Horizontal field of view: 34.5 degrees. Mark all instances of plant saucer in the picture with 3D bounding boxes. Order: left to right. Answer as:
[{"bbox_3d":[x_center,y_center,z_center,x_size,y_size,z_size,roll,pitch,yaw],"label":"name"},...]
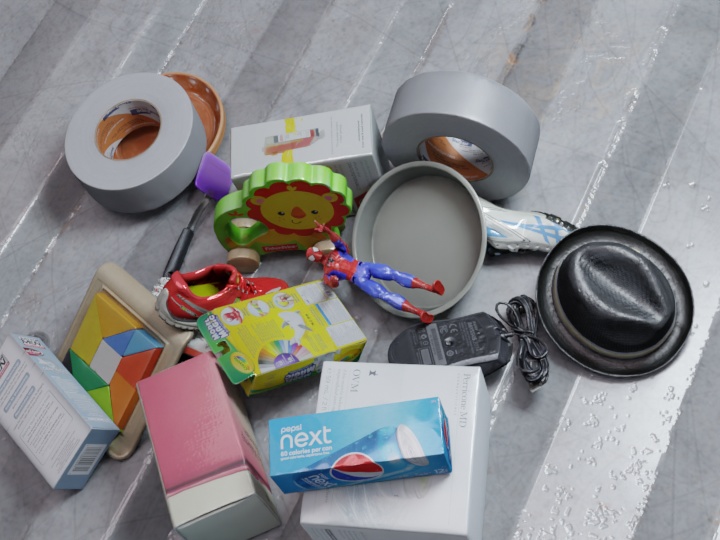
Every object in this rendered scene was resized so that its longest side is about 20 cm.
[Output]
[{"bbox_3d":[-0.295,-0.207,1.741,0.196,0.032,0.204,-6,60,11],"label":"plant saucer"}]

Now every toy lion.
[{"bbox_3d":[-0.104,-0.076,1.528,0.196,0.192,0.070,-5,60,11],"label":"toy lion"}]

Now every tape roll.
[{"bbox_3d":[-0.325,-0.186,1.681,0.196,0.066,0.204,-6,60,11],"label":"tape roll"},{"bbox_3d":[0.131,-0.172,1.509,0.197,0.201,0.067,10,65,19],"label":"tape roll"}]

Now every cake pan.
[{"bbox_3d":[0.081,-0.039,1.508,0.197,0.037,0.205,-3,84,31],"label":"cake pan"}]

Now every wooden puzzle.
[{"bbox_3d":[-0.329,0.117,1.531,0.184,0.037,0.202,36,100,28],"label":"wooden puzzle"}]

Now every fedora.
[{"bbox_3d":[0.310,0.029,1.401,0.196,0.092,0.205,-2,77,7],"label":"fedora"}]

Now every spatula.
[{"bbox_3d":[-0.235,-0.072,1.652,0.020,0.056,0.203,-4,60,59],"label":"spatula"}]

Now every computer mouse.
[{"bbox_3d":[0.133,0.107,1.452,0.196,0.053,0.140,-8,47,2],"label":"computer mouse"}]

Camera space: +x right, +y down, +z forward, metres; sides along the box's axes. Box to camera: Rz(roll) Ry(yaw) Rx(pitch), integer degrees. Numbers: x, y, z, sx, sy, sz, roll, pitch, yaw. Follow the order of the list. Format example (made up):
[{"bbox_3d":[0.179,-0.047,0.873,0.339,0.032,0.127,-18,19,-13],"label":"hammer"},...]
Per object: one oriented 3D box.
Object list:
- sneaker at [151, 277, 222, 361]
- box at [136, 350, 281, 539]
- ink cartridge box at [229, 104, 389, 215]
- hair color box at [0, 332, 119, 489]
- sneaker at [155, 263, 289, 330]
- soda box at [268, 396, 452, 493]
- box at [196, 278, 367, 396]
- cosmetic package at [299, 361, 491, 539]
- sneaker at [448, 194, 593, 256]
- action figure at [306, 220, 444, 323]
[{"bbox_3d":[-0.209,0.072,1.547,0.198,0.067,0.109,16,70,24],"label":"sneaker"},{"bbox_3d":[-0.186,0.225,1.423,0.107,0.128,0.202,-22,60,0],"label":"box"},{"bbox_3d":[-0.066,-0.137,1.581,0.196,0.146,0.085,-8,62,10],"label":"ink cartridge box"},{"bbox_3d":[-0.414,0.184,1.523,0.199,0.060,0.100,40,101,28],"label":"hair color box"},{"bbox_3d":[-0.167,0.030,1.505,0.197,0.086,0.077,-5,48,-39],"label":"sneaker"},{"bbox_3d":[0.000,0.195,1.289,0.196,0.064,0.069,-9,60,10],"label":"soda box"},{"bbox_3d":[-0.103,0.086,1.470,0.197,0.049,0.118,-13,52,-35],"label":"box"},{"bbox_3d":[0.047,0.225,1.370,0.196,0.123,0.203,1,62,13],"label":"cosmetic package"},{"bbox_3d":[0.209,-0.047,1.516,0.197,0.072,0.074,15,97,15],"label":"sneaker"},{"bbox_3d":[0.000,0.000,1.473,0.198,0.099,0.066,21,83,31],"label":"action figure"}]
